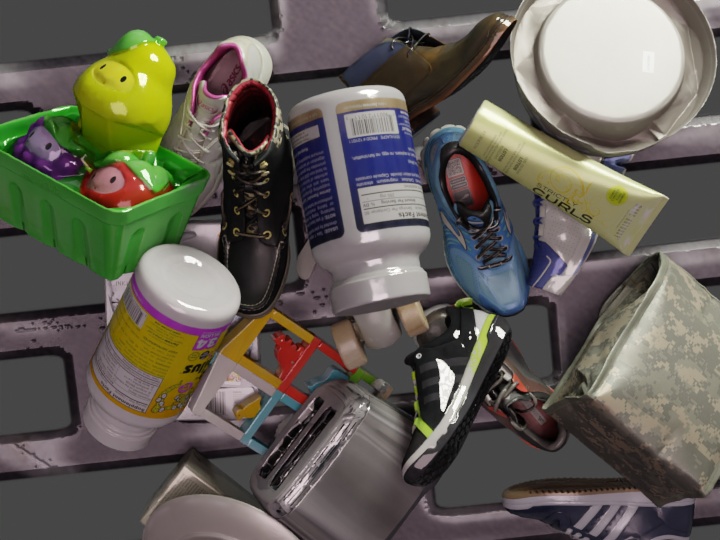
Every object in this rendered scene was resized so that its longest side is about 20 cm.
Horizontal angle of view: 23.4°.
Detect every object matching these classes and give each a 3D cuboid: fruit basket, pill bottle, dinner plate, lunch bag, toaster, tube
[{"bbox_3d":[-0.245,-0.122,1.647,0.215,0.155,0.216,16,118,35],"label":"fruit basket"},{"bbox_3d":[-0.197,0.079,1.662,0.104,0.104,0.200,28,123,-4],"label":"pill bottle"},{"bbox_3d":[-0.129,0.304,1.718,0.199,0.024,0.201,13,129,17],"label":"dinner plate"},{"bbox_3d":[0.304,0.103,1.726,0.164,0.118,0.200,39,67,-8],"label":"lunch bag"},{"bbox_3d":[0.002,-0.064,1.639,0.115,0.116,0.201,-10,83,1],"label":"pill bottle"},{"bbox_3d":[-0.018,0.204,1.714,0.129,0.114,0.200,39,88,-23],"label":"toaster"},{"bbox_3d":[0.191,-0.092,1.661,0.200,0.058,0.052,31,77,0],"label":"tube"}]

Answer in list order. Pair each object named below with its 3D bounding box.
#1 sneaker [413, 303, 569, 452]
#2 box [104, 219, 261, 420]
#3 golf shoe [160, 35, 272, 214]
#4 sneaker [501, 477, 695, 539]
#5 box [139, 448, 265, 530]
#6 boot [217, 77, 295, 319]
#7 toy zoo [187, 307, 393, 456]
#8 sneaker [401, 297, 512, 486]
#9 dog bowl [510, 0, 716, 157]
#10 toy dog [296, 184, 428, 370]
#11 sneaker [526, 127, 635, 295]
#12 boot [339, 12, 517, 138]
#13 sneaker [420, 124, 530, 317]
[{"bbox_3d":[0.140,0.108,1.745,0.200,0.082,0.077,38,96,-6],"label":"sneaker"},{"bbox_3d":[-0.178,0.050,1.754,0.155,0.041,0.201,-1,99,-2],"label":"box"},{"bbox_3d":[-0.157,-0.141,1.695,0.075,0.092,0.201,25,92,6],"label":"golf shoe"},{"bbox_3d":[0.243,0.269,1.775,0.199,0.070,0.109,-1,96,-4],"label":"sneaker"},{"bbox_3d":[-0.121,0.276,1.772,0.200,0.068,0.082,40,97,-6],"label":"box"},{"bbox_3d":[-0.106,-0.069,1.649,0.073,0.154,0.204,5,74,6],"label":"boot"},{"bbox_3d":[-0.080,0.119,1.738,0.200,0.020,0.131,36,93,-26],"label":"toy zoo"},{"bbox_3d":[0.074,0.117,1.684,0.083,0.072,0.200,23,62,16],"label":"sneaker"},{"bbox_3d":[0.239,-0.200,1.683,0.199,0.059,0.201,1,73,-4],"label":"dog bowl"},{"bbox_3d":[0.000,0.000,1.739,0.131,0.096,0.201,-3,83,3],"label":"toy dog"},{"bbox_3d":[0.191,-0.083,1.728,0.115,0.081,0.200,24,90,0],"label":"sneaker"},{"bbox_3d":[0.060,-0.204,1.676,0.097,0.075,0.200,48,127,2],"label":"boot"},{"bbox_3d":[0.111,-0.043,1.720,0.078,0.090,0.201,-24,98,3],"label":"sneaker"}]
